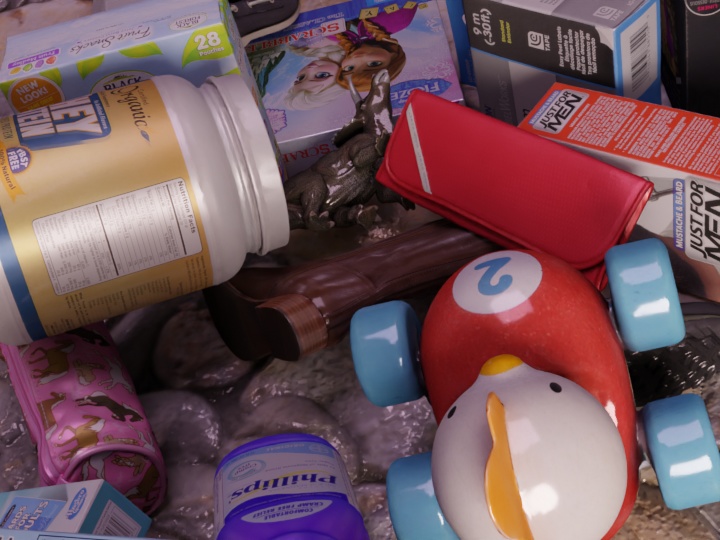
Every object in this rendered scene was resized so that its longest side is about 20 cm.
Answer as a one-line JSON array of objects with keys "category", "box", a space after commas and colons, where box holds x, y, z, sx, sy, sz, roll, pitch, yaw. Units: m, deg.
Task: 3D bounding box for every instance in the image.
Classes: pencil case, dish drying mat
[{"category": "pencil case", "box": [-0.197, 0.089, 0.761, 0.086, 0.083, 0.200, -20, 44, -19]}, {"category": "dish drying mat", "box": [0.094, -0.059, 0.745, 0.200, 0.018, 0.077, 30, 97, 39]}]

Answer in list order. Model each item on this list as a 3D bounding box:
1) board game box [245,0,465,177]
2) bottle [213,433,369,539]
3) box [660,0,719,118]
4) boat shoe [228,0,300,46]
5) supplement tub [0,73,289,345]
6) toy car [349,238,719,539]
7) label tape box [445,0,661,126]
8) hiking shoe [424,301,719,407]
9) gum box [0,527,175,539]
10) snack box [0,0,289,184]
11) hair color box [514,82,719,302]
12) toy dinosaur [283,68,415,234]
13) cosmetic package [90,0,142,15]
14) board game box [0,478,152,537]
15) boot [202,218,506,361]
[{"category": "board game box", "box": [-0.015, -0.172, 0.998, 0.200, 0.041, 0.200, -13, 43, 5]}, {"category": "bottle", "box": [-0.037, 0.150, 0.602, 0.083, 0.065, 0.200, -10, 13, -5]}, {"category": "box", "box": [0.287, -0.208, 0.822, 0.122, 0.200, 0.106, -11, 44, 7]}, {"category": "boat shoe", "box": [-0.106, -0.249, 1.003, 0.073, 0.063, 0.200, 16, 34, 16]}, {"category": "supplement tub", "box": [-0.161, -0.045, 0.736, 0.200, 0.145, 0.145, -18, 42, -13]}, {"category": "toy car", "box": [0.083, 0.076, 0.568, 0.184, 0.200, 0.177, -14, 88, 13]}, {"category": "label tape box", "box": [0.132, -0.164, 0.868, 0.200, 0.143, 0.066, 23, 56, 34]}, {"category": "hiking shoe", "box": [0.137, 0.033, 0.717, 0.200, 0.076, 0.101, -8, 47, 11]}, {"category": "gum box", "box": [-0.042, 0.174, 0.460, 0.200, 0.170, 0.045, 0, 46, 18]}, {"category": "snack box", "box": [-0.157, -0.103, 0.859, 0.169, 0.200, 0.068, -15, 43, 4]}, {"category": "hair color box", "box": [0.209, -0.048, 0.750, 0.200, 0.111, 0.064, 21, 55, 34]}, {"category": "toy dinosaur", "box": [-0.019, -0.063, 0.857, 0.200, 0.077, 0.102, -48, 26, -11]}, {"category": "cosmetic package", "box": [-0.190, -0.208, 1.035, 0.113, 0.081, 0.200, 6, 38, -22]}, {"category": "board game box", "box": [-0.231, 0.202, 0.637, 0.200, 0.047, 0.151, -14, 39, 34]}, {"category": "boot", "box": [0.000, 0.000, 0.807, 0.200, 0.064, 0.186, -25, 21, -25]}]
